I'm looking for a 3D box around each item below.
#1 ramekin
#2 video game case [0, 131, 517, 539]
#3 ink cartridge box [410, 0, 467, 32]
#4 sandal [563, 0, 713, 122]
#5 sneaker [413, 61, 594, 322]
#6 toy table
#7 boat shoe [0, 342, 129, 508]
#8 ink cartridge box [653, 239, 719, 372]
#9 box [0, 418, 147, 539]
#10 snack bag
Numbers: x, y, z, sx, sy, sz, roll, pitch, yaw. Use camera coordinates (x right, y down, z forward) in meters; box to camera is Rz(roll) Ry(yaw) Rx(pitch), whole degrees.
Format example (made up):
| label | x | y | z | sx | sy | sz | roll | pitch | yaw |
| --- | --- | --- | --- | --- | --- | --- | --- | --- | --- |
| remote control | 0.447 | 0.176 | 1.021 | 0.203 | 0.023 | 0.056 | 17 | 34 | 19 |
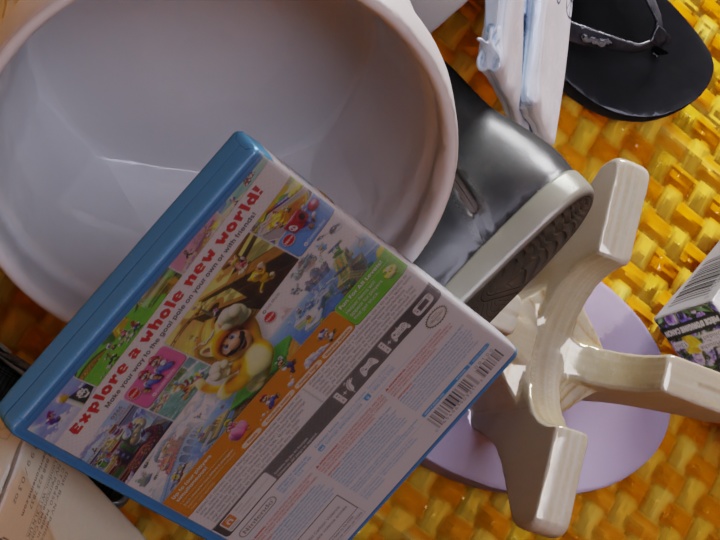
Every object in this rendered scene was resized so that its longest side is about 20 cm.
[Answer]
| label | x | y | z | sx | sy | sz | roll | pitch | yaw |
| --- | --- | --- | --- | --- | --- | --- | --- | --- | --- |
| ramekin | -0.064 | -0.073 | 0.961 | 0.199 | 0.201 | 0.105 | 20 | 33 | -22 |
| video game case | -0.035 | 0.044 | 0.944 | 0.143 | 0.018 | 0.200 | -48 | 138 | 5 |
| ink cartridge box | -0.029 | -0.201 | 1.080 | 0.144 | 0.147 | 0.201 | 26 | 52 | -22 |
| sandal | 0.107 | -0.147 | 1.226 | 0.200 | 0.043 | 0.076 | 36 | 71 | -17 |
| sneaker | 0.000 | 0.000 | 1.048 | 0.200 | 0.075 | 0.106 | -42 | 72 | -12 |
| toy table | 0.091 | 0.041 | 1.158 | 0.199 | 0.117 | 0.185 | 8 | 81 | -23 |
| boat shoe | -0.184 | 0.050 | 1.053 | 0.199 | 0.071 | 0.072 | 28 | 74 | -19 |
| ink cartridge box | 0.252 | 0.070 | 1.254 | 0.200 | 0.050 | 0.109 | 54 | 51 | -11 |
| box | -0.149 | 0.130 | 0.985 | 0.200 | 0.094 | 0.078 | 58 | 46 | -55 |
| snack bag | 0.088 | -0.164 | 1.113 | 0.021 | 0.200 | 0.190 | 7 | 83 | 11 |
